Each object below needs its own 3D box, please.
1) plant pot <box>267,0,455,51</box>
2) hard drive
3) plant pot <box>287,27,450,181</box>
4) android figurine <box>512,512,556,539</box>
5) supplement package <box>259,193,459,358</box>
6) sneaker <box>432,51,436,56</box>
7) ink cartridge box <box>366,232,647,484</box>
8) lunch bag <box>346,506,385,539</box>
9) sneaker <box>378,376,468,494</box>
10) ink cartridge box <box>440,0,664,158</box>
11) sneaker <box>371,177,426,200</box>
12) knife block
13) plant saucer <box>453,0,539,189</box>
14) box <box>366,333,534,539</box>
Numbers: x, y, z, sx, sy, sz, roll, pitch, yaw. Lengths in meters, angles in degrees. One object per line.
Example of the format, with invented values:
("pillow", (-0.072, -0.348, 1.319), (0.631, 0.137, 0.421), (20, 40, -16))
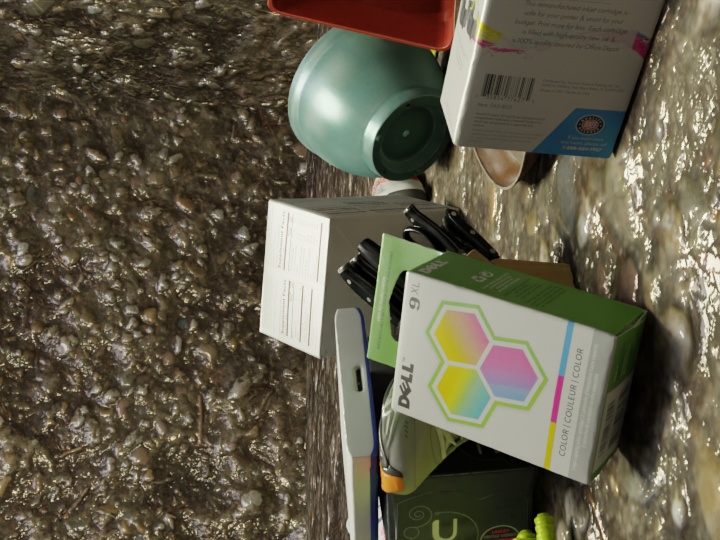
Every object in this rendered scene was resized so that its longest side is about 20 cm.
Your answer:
("plant pot", (0.027, -0.369, 0.989), (0.200, 0.199, 0.177), (112, 170, -66))
("hard drive", (-0.002, 0.142, 0.834), (0.200, 0.025, 0.132), (89, 176, -54))
("plant pot", (0.030, -0.192, 1.200), (0.134, 0.200, 0.200), (49, 143, 38))
("android figurine", (0.134, 0.278, 0.697), (0.182, 0.041, 0.200), (104, 166, -57))
("supplement package", (0.000, 0.000, 1.117), (0.111, 0.200, 0.156), (19, 109, 46))
("sneaker", (0.053, -0.279, 1.387), (0.200, 0.078, 0.066), (108, 161, -68))
("ink cartridge box", (0.078, 0.052, 0.654), (0.059, 0.200, 0.104), (-25, -54, -52))
("lunch bag", (0.054, 0.293, 0.983), (0.170, 0.127, 0.200), (-152, 72, -79))
("sneaker", (0.080, 0.103, 0.767), (0.200, 0.092, 0.076), (-51, -35, -50))
("ink cartridge box", (0.129, -0.177, 0.637), (0.068, 0.115, 0.200), (-97, 13, -50))
("sneaker", (0.050, -0.137, 1.382), (0.201, 0.067, 0.108), (161, 110, -84))
("knife block", (0.073, 0.045, 0.733), (0.064, 0.175, 0.200), (103, 167, -54))
("plant saucer", (0.124, -0.172, 0.859), (0.200, 0.032, 0.201), (170, 90, -81))
("box", (0.072, 0.151, 0.865), (0.200, 0.122, 0.106), (-99, 5, -60))
